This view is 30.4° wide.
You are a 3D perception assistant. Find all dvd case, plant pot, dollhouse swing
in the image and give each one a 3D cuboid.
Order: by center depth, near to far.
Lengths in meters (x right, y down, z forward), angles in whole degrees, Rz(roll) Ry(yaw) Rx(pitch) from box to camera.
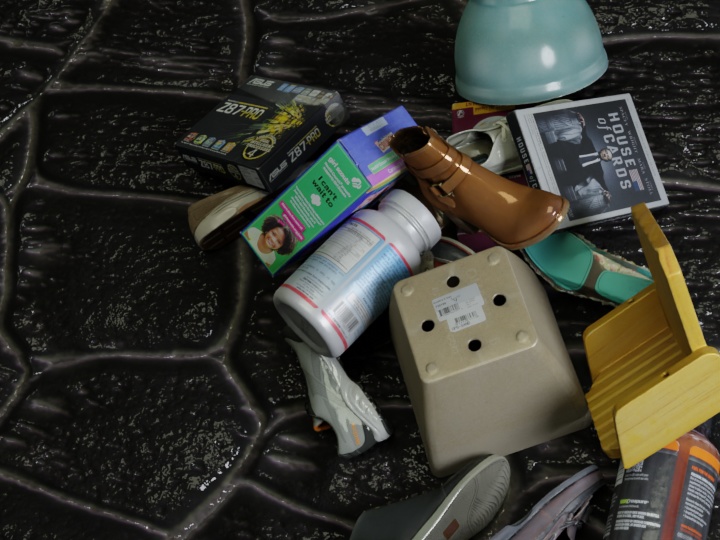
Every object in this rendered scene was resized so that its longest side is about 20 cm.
[{"bbox_3d":[0.284,0.062,1.416,0.181,0.176,0.200,-35,20,14],"label":"dollhouse swing"},{"bbox_3d":[0.134,0.089,1.515,0.199,0.177,0.201,-20,58,5],"label":"plant pot"},{"bbox_3d":[0.274,-0.131,1.587,0.199,0.025,0.151,-13,81,-35],"label":"dvd case"},{"bbox_3d":[0.210,-0.314,1.697,0.199,0.135,0.201,-10,27,5],"label":"plant pot"}]

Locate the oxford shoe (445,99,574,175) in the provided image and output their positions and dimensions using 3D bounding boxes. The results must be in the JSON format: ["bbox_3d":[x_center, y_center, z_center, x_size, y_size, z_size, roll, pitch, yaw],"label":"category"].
[{"bbox_3d":[0.184,-0.160,1.606,0.199,0.058,0.075,-23,58,-11],"label":"oxford shoe"}]

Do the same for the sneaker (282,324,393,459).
[{"bbox_3d":[-0.044,0.141,1.602,0.079,0.074,0.200,-38,58,-1],"label":"sneaker"}]

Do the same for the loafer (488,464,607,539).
[{"bbox_3d":[0.200,0.289,1.436,0.200,0.072,0.063,-32,66,-24],"label":"loafer"}]

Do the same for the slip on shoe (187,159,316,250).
[{"bbox_3d":[-0.139,-0.101,1.768,0.199,0.076,0.061,-31,64,7],"label":"slip on shoe"}]

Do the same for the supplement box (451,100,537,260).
[{"bbox_3d":[0.178,-0.114,1.671,0.110,0.086,0.201,-7,60,12],"label":"supplement box"}]

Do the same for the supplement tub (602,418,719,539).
[{"bbox_3d":[0.324,0.239,1.414,0.106,0.107,0.201,9,64,21],"label":"supplement tub"}]

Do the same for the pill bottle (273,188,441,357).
[{"bbox_3d":[0.000,0.000,1.565,0.109,0.109,0.200,36,71,30],"label":"pill bottle"}]

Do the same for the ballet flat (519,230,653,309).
[{"bbox_3d":[0.275,0.006,1.567,0.199,0.064,0.076,30,87,11],"label":"ballet flat"}]

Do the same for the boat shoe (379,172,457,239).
[{"bbox_3d":[0.061,-0.103,1.714,0.074,0.076,0.200,-33,51,5],"label":"boat shoe"}]

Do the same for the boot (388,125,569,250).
[{"bbox_3d":[0.130,-0.104,1.495,0.077,0.155,0.200,-52,30,-12],"label":"boot"}]

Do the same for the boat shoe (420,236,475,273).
[{"bbox_3d":[0.072,-0.010,1.650,0.199,0.071,0.063,20,58,30],"label":"boat shoe"}]

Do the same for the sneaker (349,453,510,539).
[{"bbox_3d":[0.074,0.267,1.494,0.200,0.075,0.106,-41,36,-24],"label":"sneaker"}]

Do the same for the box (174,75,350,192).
[{"bbox_3d":[-0.133,-0.187,1.779,0.161,0.049,0.200,-43,37,-22],"label":"box"}]

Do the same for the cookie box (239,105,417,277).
[{"bbox_3d":[-0.027,-0.098,1.623,0.075,0.171,0.200,51,126,3],"label":"cookie box"}]
